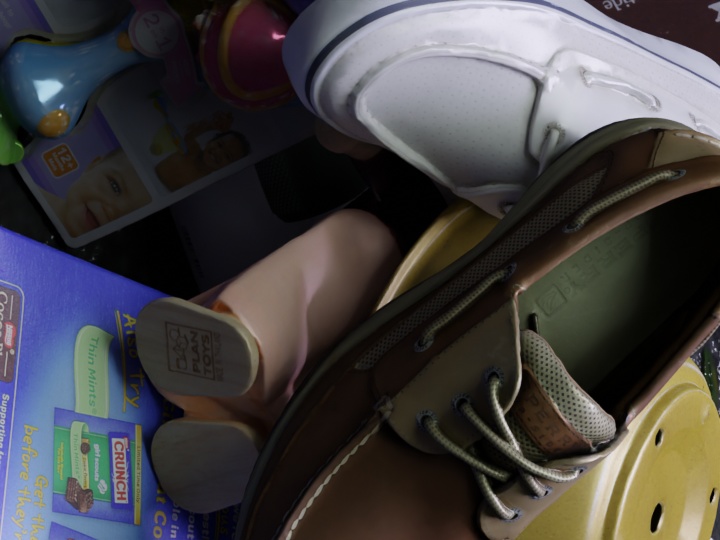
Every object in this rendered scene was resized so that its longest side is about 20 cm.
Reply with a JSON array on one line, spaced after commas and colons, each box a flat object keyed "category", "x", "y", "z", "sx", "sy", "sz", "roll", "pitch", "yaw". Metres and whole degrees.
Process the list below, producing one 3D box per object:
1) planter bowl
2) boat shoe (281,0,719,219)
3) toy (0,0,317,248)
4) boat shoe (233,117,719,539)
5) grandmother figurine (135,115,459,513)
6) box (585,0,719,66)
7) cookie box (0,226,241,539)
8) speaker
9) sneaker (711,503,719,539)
[{"category": "planter bowl", "x": 0.069, "y": 0.075, "z": 0.757, "sx": 0.200, "sy": 0.083, "sz": 0.202, "roll": -31, "pitch": 127, "yaw": -51}, {"category": "boat shoe", "x": 0.063, "y": -0.043, "z": 0.718, "sx": 0.199, "sy": 0.071, "sz": 0.070, "roll": 14, "pitch": 42, "yaw": -44}, {"category": "toy", "x": -0.044, "y": -0.086, "z": 0.721, "sx": 0.116, "sy": 0.199, "sz": 0.047, "roll": 59, "pitch": 20, "yaw": -20}, {"category": "boat shoe", "x": 0.042, "y": 0.033, "z": 0.649, "sx": 0.076, "sy": 0.074, "sz": 0.200, "roll": 43, "pitch": 84, "yaw": -17}, {"category": "grandmother figurine", "x": 0.000, "y": 0.000, "z": 0.749, "sx": 0.200, "sy": 0.060, "sz": 0.122, "roll": -34, "pitch": 133, "yaw": -52}, {"category": "box", "x": 0.114, "y": -0.101, "z": 0.871, "sx": 0.200, "sy": 0.100, "sz": 0.075, "roll": 52, "pitch": 35, "yaw": -36}, {"category": "cookie box", "x": -0.081, "y": 0.099, "z": 0.723, "sx": 0.200, "sy": 0.075, "sz": 0.172, "roll": 25, "pitch": 61, "yaw": -47}, {"category": "speaker", "x": -0.056, "y": -0.097, "z": 0.808, "sx": 0.081, "sy": 0.081, "sz": 0.201, "roll": -33, "pitch": 107, "yaw": -51}, {"category": "sneaker", "x": 0.094, "y": 0.085, "z": 0.940, "sx": 0.077, "sy": 0.084, "sz": 0.201, "roll": -60, "pitch": 142, "yaw": -40}]
